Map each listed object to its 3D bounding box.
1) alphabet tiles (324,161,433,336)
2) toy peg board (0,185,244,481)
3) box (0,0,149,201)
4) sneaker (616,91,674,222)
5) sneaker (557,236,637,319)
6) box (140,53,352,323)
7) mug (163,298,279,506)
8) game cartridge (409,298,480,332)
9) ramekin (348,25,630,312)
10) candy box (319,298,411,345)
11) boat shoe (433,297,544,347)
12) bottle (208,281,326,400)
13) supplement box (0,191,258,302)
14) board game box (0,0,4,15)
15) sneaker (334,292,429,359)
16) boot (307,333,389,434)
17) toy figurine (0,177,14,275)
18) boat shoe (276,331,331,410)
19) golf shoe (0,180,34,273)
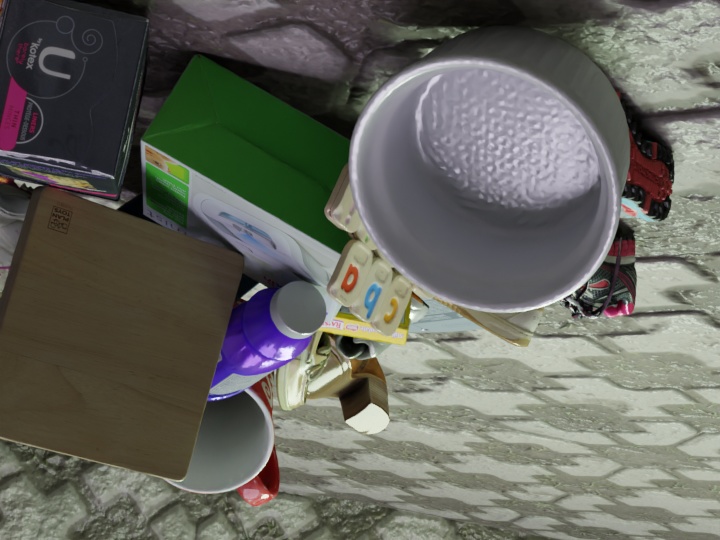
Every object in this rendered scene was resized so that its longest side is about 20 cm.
[{"bbox_3d":[0.035,-0.052,1.217,0.015,0.196,0.200,18,169,30],"label":"alphabet tiles"},{"bbox_3d":[-0.226,0.053,1.274,0.199,0.200,0.098,20,170,-36],"label":"toy peg board"},{"bbox_3d":[-0.224,-0.128,1.162,0.105,0.123,0.200,12,176,-8],"label":"box"},{"bbox_3d":[0.178,-0.085,1.221,0.095,0.080,0.200,1,161,33],"label":"sneaker"},{"bbox_3d":[0.199,0.011,1.418,0.199,0.075,0.080,-5,177,-44],"label":"sneaker"},{"bbox_3d":[-0.079,-0.066,1.291,0.199,0.097,0.177,30,160,2],"label":"box"},{"bbox_3d":[-0.148,0.136,1.560,0.133,0.178,0.200,0,-155,0],"label":"mug"},{"bbox_3d":[0.085,0.034,1.722,0.199,0.041,0.133,-8,152,46],"label":"game cartridge"},{"bbox_3d":[0.100,-0.079,1.105,0.199,0.098,0.201,11,122,18],"label":"ramekin"},{"bbox_3d":[0.000,0.000,1.446,0.102,0.200,0.027,8,121,0],"label":"candy box"},{"bbox_3d":[0.098,0.002,1.554,0.199,0.069,0.074,31,-177,5],"label":"boat shoe"},{"bbox_3d":[-0.093,0.061,1.346,0.083,0.066,0.200,-20,172,-32],"label":"bottle"},{"bbox_3d":[-0.216,0.009,1.471,0.135,0.200,0.200,55,151,-7],"label":"supplement box"},{"bbox_3d":[-0.332,-0.222,1.111,0.151,0.047,0.200,15,162,-16],"label":"board game box"},{"bbox_3d":[-0.001,0.051,1.620,0.076,0.092,0.200,43,169,-8],"label":"sneaker"},{"bbox_3d":[-0.036,0.077,1.709,0.077,0.156,0.200,-35,130,19],"label":"boot"},{"bbox_3d":[-0.342,-0.075,1.356,0.149,0.185,0.200,17,161,-22],"label":"toy figurine"},{"bbox_3d":[-0.044,0.055,1.560,0.063,0.202,0.073,12,-163,2],"label":"boat shoe"},{"bbox_3d":[-0.326,-0.043,1.251,0.199,0.092,0.075,25,-175,-35],"label":"golf shoe"}]
